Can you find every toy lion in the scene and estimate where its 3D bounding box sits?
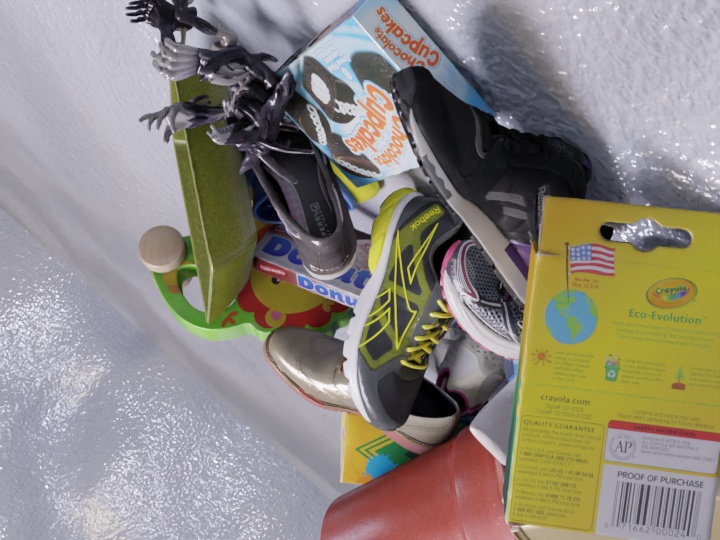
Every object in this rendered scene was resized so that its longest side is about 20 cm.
[{"bbox_3d":[-0.099,0.004,1.011,0.192,0.199,0.069,54,167,24],"label":"toy lion"}]

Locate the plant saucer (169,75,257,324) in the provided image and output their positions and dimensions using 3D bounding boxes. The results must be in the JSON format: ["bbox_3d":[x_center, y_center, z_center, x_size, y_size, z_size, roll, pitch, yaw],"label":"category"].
[{"bbox_3d":[-0.133,-0.072,0.903,0.200,0.047,0.203,122,136,-72],"label":"plant saucer"}]

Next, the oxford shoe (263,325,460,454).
[{"bbox_3d":[0.004,0.095,0.918,0.198,0.071,0.074,24,146,3],"label":"oxford shoe"}]

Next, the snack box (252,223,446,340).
[{"bbox_3d":[0.000,0.000,0.915,0.198,0.072,0.024,20,144,21],"label":"snack box"}]

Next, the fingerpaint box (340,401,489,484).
[{"bbox_3d":[0.061,0.172,1.048,0.164,0.075,0.200,6,-178,0],"label":"fingerpaint box"}]

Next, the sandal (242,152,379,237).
[{"bbox_3d":[-0.074,-0.082,0.924,0.199,0.087,0.080,20,156,52],"label":"sandal"}]

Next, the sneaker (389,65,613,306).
[{"bbox_3d":[0.093,-0.067,0.621,0.200,0.087,0.076,47,-161,-42],"label":"sneaker"}]

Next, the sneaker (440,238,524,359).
[{"bbox_3d":[0.152,0.036,0.759,0.199,0.081,0.075,33,148,-1],"label":"sneaker"}]

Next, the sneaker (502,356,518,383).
[{"bbox_3d":[0.195,0.112,0.869,0.078,0.066,0.201,1,138,47],"label":"sneaker"}]

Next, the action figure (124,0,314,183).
[{"bbox_3d":[-0.121,-0.146,0.762,0.201,0.101,0.119,56,146,18],"label":"action figure"}]

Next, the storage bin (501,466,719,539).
[{"bbox_3d":[0.235,0.181,0.736,0.198,0.094,0.199,-18,124,33],"label":"storage bin"}]

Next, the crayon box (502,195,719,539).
[{"bbox_3d":[0.159,0.058,0.604,0.125,0.203,0.051,7,-170,6],"label":"crayon box"}]

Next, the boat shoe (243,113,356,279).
[{"bbox_3d":[-0.055,-0.087,0.825,0.057,0.066,0.202,80,166,-63],"label":"boat shoe"}]

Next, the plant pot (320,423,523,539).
[{"bbox_3d":[0.082,0.239,0.867,0.194,0.202,0.201,-25,123,22],"label":"plant pot"}]

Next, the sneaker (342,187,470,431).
[{"bbox_3d":[0.043,0.034,0.810,0.084,0.203,0.074,9,-177,40],"label":"sneaker"}]

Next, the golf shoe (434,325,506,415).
[{"bbox_3d":[0.099,0.104,0.994,0.075,0.092,0.200,37,164,5],"label":"golf shoe"}]

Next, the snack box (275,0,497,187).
[{"bbox_3d":[0.006,-0.125,0.729,0.116,0.037,0.200,45,162,-14],"label":"snack box"}]

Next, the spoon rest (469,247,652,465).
[{"bbox_3d":[0.161,0.059,0.689,0.099,0.061,0.200,45,120,-7],"label":"spoon rest"}]
